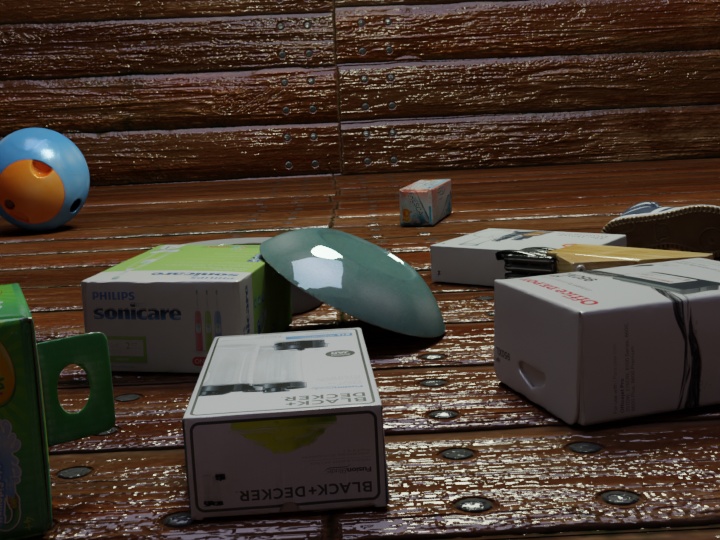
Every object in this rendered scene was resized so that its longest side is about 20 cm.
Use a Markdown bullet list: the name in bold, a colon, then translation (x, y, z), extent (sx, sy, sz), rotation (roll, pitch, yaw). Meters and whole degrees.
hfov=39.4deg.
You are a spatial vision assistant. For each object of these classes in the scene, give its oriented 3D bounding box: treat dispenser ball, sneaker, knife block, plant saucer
- **treat dispenser ball**: translation (-0.638, -0.180, 1.985), extent (0.198, 0.203, 0.201), rotation (-2, 9, 0)
- **sneaker**: translation (0.440, -0.060, 1.388), extent (0.198, 0.071, 0.108), rotation (-1, 11, 25)
- **knife block**: translation (0.245, 0.007, 1.056), extent (0.198, 0.065, 0.176), rotation (-3, 10, -3)
- **plant saucer**: translation (0.000, 0.000, 0.979), extent (0.199, 0.039, 0.201), rotation (24, 12, -6)

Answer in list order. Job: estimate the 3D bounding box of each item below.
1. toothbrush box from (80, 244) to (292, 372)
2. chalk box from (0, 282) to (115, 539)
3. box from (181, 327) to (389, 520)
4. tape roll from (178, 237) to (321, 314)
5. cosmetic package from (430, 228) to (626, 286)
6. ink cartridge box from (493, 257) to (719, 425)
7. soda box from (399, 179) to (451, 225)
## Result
- **toothbrush box**: translation (-0.156, 0.031, 0.957), extent (0.144, 0.087, 0.200), rotation (0, 9, 8)
- **chalk box**: translation (-0.239, 0.081, 0.569), extent (0.198, 0.126, 0.124), rotation (-7, 10, -20)
- **box**: translation (-0.046, 0.091, 0.651), extent (0.115, 0.061, 0.200), rotation (-3, 10, -2)
- **tape roll**: translation (-0.142, 0.007, 1.157), extent (0.198, 0.067, 0.200), rotation (-3, 10, 1)
- **cosmetic package**: translation (0.209, -0.015, 1.248), extent (0.198, 0.052, 0.150), rotation (4, 15, 36)
- **ink cartridge box**: translation (0.218, 0.047, 0.763), extent (0.198, 0.085, 0.144), rotation (-6, 10, -17)
- **soda box**: translation (0.124, -0.129, 1.885), extent (0.063, 0.069, 0.200), rotation (1, 11, 16)
